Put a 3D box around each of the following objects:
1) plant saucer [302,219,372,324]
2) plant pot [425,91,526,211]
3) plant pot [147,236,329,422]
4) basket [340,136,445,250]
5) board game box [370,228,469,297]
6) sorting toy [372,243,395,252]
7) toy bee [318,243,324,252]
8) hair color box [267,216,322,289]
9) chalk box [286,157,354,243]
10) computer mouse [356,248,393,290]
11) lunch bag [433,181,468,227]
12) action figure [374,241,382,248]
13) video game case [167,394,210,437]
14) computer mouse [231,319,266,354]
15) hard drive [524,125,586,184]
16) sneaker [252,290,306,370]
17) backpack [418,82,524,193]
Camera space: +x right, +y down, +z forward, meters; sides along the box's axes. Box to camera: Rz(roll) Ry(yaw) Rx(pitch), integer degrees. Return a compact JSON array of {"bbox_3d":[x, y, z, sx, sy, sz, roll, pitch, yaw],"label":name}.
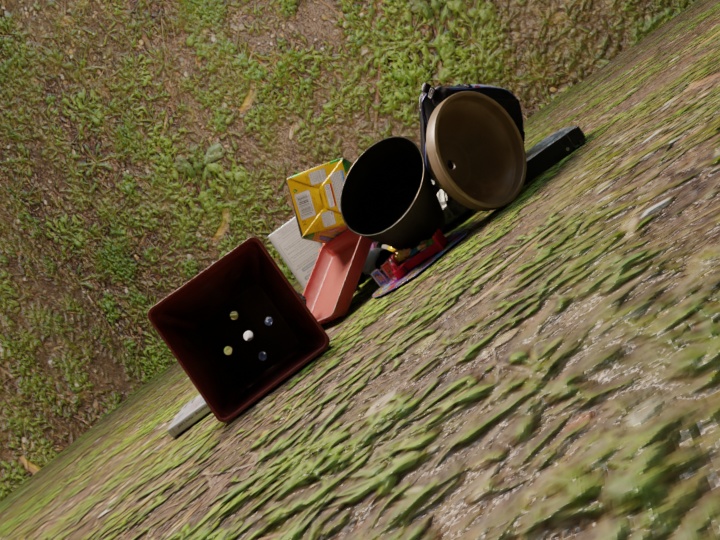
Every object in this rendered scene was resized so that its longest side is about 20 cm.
[{"bbox_3d":[-0.049,0.020,1.449,0.200,0.037,0.201,-28,38,59],"label":"plant saucer"},{"bbox_3d":[0.178,-0.191,1.325,0.200,0.202,0.092,-38,9,-34],"label":"plant pot"},{"bbox_3d":[-0.182,0.096,1.226,0.199,0.201,0.176,-36,-5,-7],"label":"plant pot"},{"bbox_3d":[0.069,-0.111,1.371,0.181,0.135,0.200,-61,-27,-5],"label":"basket"},{"bbox_3d":[0.092,-0.028,1.324,0.200,0.039,0.158,-38,5,-23],"label":"board game box"},{"bbox_3d":[0.022,-0.116,1.836,0.200,0.181,0.107,-30,7,48],"label":"sorting toy"},{"bbox_3d":[-0.055,-0.007,1.715,0.131,0.108,0.200,-54,0,3],"label":"toy bee"},{"bbox_3d":[-0.121,-0.030,1.864,0.099,0.201,0.061,-34,4,9],"label":"hair color box"},{"bbox_3d":[-0.042,-0.130,1.534,0.123,0.126,0.200,-17,-6,17],"label":"chalk box"},{"bbox_3d":[0.000,0.000,1.586,0.109,0.044,0.200,-32,6,38],"label":"computer mouse"},{"bbox_3d":[0.144,-0.135,1.585,0.163,0.118,0.200,-28,15,36],"label":"lunch bag"},{"bbox_3d":[0.060,-0.077,1.690,0.117,0.055,0.199,-14,-5,37],"label":"action figure"},{"bbox_3d":[-0.264,0.227,1.452,0.181,0.022,0.200,-36,4,-2],"label":"video game case"},{"bbox_3d":[-0.233,0.120,1.573,0.109,0.044,0.201,-32,24,42],"label":"computer mouse"},{"bbox_3d":[0.313,-0.196,1.449,0.199,0.038,0.140,-34,5,6],"label":"hard drive"},{"bbox_3d":[-0.145,0.122,1.400,0.201,0.076,0.086,-67,-2,-55],"label":"sneaker"},{"bbox_3d":[0.204,-0.257,1.452,0.188,0.202,0.154,-4,18,1],"label":"backpack"}]
